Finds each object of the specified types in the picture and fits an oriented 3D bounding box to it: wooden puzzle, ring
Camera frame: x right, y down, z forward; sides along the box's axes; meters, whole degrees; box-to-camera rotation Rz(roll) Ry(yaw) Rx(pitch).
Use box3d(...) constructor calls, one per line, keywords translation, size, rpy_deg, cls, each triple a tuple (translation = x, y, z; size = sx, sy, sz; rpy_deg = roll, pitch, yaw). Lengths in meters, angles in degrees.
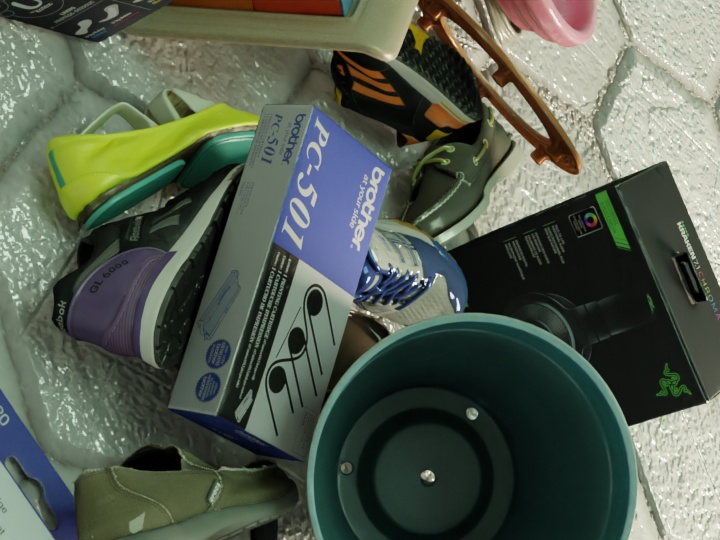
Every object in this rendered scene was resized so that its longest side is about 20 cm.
box3d(translation=(-0.052, -0.222, 1.238), size=(0.037, 0.199, 0.186), rpy_deg=(86, 17, -46), cls="wooden puzzle")
box3d(translation=(0.103, -0.149, 1.418), size=(0.201, 0.019, 0.200), rpy_deg=(48, -2, 2), cls="ring")

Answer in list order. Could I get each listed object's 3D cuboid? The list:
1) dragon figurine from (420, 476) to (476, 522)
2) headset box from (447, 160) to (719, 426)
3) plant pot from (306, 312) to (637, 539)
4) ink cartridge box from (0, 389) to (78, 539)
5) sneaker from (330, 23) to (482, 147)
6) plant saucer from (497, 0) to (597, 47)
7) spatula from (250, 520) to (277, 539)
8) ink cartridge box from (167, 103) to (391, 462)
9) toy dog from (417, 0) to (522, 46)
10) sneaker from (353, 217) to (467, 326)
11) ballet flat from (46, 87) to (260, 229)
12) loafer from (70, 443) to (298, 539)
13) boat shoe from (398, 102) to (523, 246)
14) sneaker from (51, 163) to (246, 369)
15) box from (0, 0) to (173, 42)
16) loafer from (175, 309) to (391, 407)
box3d(translation=(0.069, 0.159, 1.284), size=(0.099, 0.059, 0.201), rpy_deg=(-28, 96, -53), cls="dragon figurine")
box3d(translation=(0.179, 0.032, 1.365), size=(0.093, 0.199, 0.175), rpy_deg=(-25, 93, -53), cls="headset box")
box3d(translation=(0.057, 0.134, 1.148), size=(0.199, 0.188, 0.201), rpy_deg=(1, 85, -6), cls="plant pot")
box3d(translation=(-0.209, 0.159, 0.962), size=(0.200, 0.040, 0.200), rpy_deg=(58, 39, -13), cls="ink cartridge box")
box3d(translation=(0.002, -0.155, 1.329), size=(0.200, 0.090, 0.070), rpy_deg=(36, 38, -36), cls="sneaker")
box3d(translation=(0.139, -0.279, 1.483), size=(0.201, 0.051, 0.202), rpy_deg=(45, 38, -50), cls="plant saucer")
box3d(translation=(-0.065, 0.218, 1.123), size=(0.056, 0.020, 0.201), rpy_deg=(31, 50, -36), cls="spatula")
box3d(translation=(-0.047, 0.007, 1.104), size=(0.094, 0.044, 0.201), rpy_deg=(34, 66, -49), cls="ink cartridge box")
box3d(translation=(0.053, -0.270, 1.472), size=(0.200, 0.096, 0.133), rpy_deg=(47, 37, -47), cls="toy dog")
box3d(translation=(0.000, 0.000, 1.246), size=(0.200, 0.075, 0.088), rpy_deg=(31, 23, -30), cls="sneaker")
box3d(translation=(-0.128, -0.084, 1.166), size=(0.067, 0.067, 0.200), rpy_deg=(53, 38, 9), cls="ballet flat")
box3d(translation=(-0.102, 0.131, 1.062), size=(0.200, 0.075, 0.070), rpy_deg=(-4, 70, -67), cls="loafer")
box3d(translation=(0.068, -0.071, 1.388), size=(0.060, 0.072, 0.202), rpy_deg=(58, 32, -13), cls="boat shoe")
box3d(translation=(-0.127, -0.019, 1.114), size=(0.200, 0.087, 0.076), rpy_deg=(-58, 157, -58), cls="sneaker")
box3d(translation=(-0.178, -0.268, 1.132), size=(0.114, 0.132, 0.201), rpy_deg=(7, 67, -50), cls="box")
box3d(translation=(-0.037, 0.053, 1.197), size=(0.199, 0.071, 0.073), rpy_deg=(6, 68, -49), cls="loafer")
